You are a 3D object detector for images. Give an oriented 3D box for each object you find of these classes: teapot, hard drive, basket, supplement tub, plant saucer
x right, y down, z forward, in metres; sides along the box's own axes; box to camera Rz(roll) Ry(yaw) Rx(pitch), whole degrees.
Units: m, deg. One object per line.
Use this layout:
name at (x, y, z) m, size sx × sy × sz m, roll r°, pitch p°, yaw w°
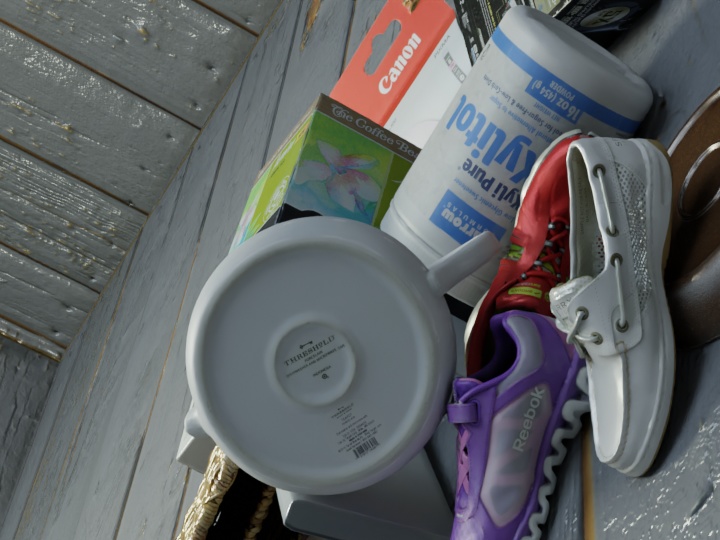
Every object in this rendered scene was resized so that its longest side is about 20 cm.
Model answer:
teapot at (-0.019, 0.051, 1.088) m, size 0.146 × 0.197 × 0.200 m, roll -41°, pitch -36°, yaw -81°
hard drive at (-0.005, 0.148, 1.174) m, size 0.200 × 0.130 × 0.027 m, roll -115°, pitch 44°, yaw -68°
basket at (-0.073, 0.223, 1.267) m, size 0.149 × 0.141 × 0.202 m, roll -92°, pitch 26°, yaw -75°
supplement tub at (0.117, -0.083, 1.187) m, size 0.201 × 0.131 × 0.132 m, roll -59°, pitch 15°, yaw 17°
plant saucer at (0.221, -0.049, 0.960) m, size 0.201 × 0.032 × 0.201 m, roll -55°, pitch 17°, yaw 25°

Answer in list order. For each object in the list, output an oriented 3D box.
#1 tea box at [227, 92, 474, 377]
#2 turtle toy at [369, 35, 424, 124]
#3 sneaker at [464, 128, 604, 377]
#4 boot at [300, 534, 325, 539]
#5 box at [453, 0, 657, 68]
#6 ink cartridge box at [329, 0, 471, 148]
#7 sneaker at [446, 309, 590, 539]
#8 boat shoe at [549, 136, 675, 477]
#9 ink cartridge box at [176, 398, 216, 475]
tea box at (0.000, 0.000, 1.307) m, size 0.134 × 0.198 × 0.198 m, roll -46°, pitch 23°, yaw 49°
turtle toy at (0.065, -0.171, 1.580) m, size 0.201 × 0.100 × 0.146 m, roll -58°, pitch 9°, yaw 22°
sneaker at (0.128, 0.003, 1.085) m, size 0.085 × 0.076 × 0.202 m, roll -55°, pitch -14°, yaw -72°
boot at (-0.016, 0.272, 1.169) m, size 0.202 × 0.070 × 0.146 m, roll -66°, pitch 21°, yaw -9°
box at (0.149, -0.274, 1.331) m, size 0.164 × 0.085 × 0.202 m, roll -44°, pitch 54°, yaw 53°
ink cartridge box at (0.056, -0.157, 1.454) m, size 0.057 × 0.200 × 0.163 m, roll -12°, pitch -38°, yaw -55°
sneaker at (0.088, 0.112, 1.025) m, size 0.202 × 0.088 × 0.080 m, roll -66°, pitch 16°, yaw -6°
boat shoe at (0.143, 0.020, 0.934) m, size 0.071 × 0.068 × 0.203 m, roll 150°, pitch 123°, yaw -68°
ink cartridge box at (-0.061, 0.095, 1.461) m, size 0.148 × 0.144 × 0.201 m, roll -51°, pitch 18°, yaw 36°
